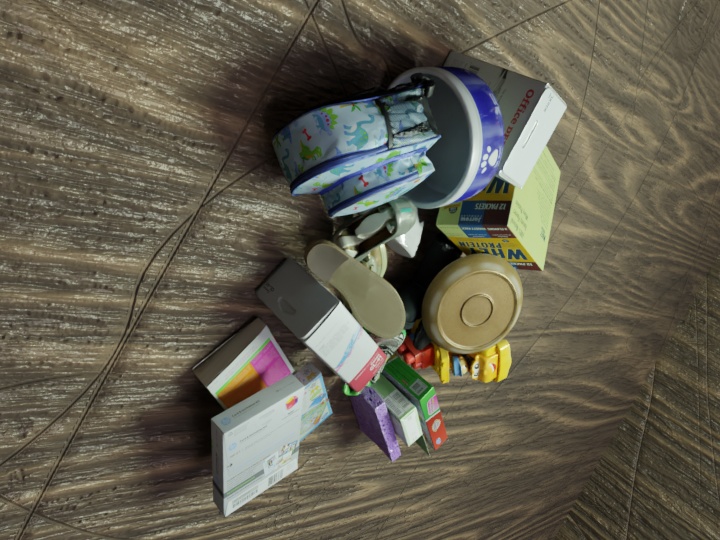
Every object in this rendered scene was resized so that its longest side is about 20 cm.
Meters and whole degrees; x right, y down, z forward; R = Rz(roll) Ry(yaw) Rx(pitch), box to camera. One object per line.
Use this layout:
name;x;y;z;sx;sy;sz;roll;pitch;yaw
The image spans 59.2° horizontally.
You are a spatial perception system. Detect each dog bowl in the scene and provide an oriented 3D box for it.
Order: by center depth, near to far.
dog bowl;0.114;-0.200;0.950;0.078;0.199;0.203;-16;128;-39

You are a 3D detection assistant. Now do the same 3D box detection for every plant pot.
plant pot;0.207;0.068;1.144;0.196;0.028;0.204;-6;116;-12

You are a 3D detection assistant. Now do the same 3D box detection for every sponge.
sponge;0.024;0.295;1.278;0.030;0.111;0.202;-34;137;-20

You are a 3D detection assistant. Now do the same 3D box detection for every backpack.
backpack;-0.007;-0.158;0.860;0.197;0.182;0.150;-17;89;-31

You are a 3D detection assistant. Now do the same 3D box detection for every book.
book;-0.175;0.185;1.054;0.133;0.048;0.202;-41;141;-18

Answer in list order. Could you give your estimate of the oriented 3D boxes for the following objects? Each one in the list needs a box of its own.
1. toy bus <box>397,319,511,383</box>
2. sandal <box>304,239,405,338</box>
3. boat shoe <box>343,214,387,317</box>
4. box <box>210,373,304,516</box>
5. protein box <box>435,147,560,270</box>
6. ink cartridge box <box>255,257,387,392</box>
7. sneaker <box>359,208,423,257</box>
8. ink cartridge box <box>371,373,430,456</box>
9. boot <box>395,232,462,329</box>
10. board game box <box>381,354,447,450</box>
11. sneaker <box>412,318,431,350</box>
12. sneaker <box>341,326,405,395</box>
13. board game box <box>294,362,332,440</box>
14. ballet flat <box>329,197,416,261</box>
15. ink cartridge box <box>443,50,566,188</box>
toy bus;0.178;0.156;1.276;0.190;0.200;0.137;-25;136;-20
sandal;-0.009;0.017;0.996;0.078;0.070;0.211;-44;117;7
boat shoe;-0.002;-0.001;1.078;0.063;0.073;0.203;-29;142;-29
box;-0.165;0.282;1.019;0.154;0.041;0.203;-25;138;-37
protein box;0.252;-0.132;1.132;0.198;0.133;0.204;35;65;-51
ink cartridge box;-0.059;0.091;1.022;0.086;0.147;0.201;-45;141;-9
sneaker;0.057;-0.106;1.074;0.089;0.074;0.200;-60;148;-12
ink cartridge box;0.069;0.302;1.302;0.048;0.145;0.202;-34;137;-19
boot;0.118;0.016;1.176;0.164;0.073;0.198;-60;163;16
board game box;0.100;0.262;1.301;0.040;0.152;0.202;-38;139;-17
sneaker;0.181;0.087;1.201;0.200;0.091;0.076;-45;180;11
sneaker;0.023;0.162;1.138;0.077;0.086;0.201;17;138;-14
board game box;-0.141;0.269;1.104;0.199;0.034;0.136;-38;143;-24
ballet flat;-0.001;-0.056;0.976;0.198;0.068;0.063;-29;170;39
ink cartridge box;0.200;-0.241;1.005;0.083;0.199;0.147;17;105;-48
